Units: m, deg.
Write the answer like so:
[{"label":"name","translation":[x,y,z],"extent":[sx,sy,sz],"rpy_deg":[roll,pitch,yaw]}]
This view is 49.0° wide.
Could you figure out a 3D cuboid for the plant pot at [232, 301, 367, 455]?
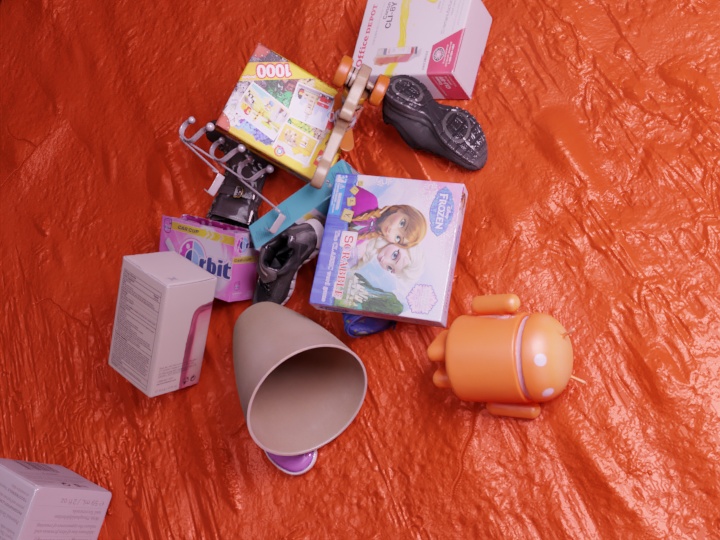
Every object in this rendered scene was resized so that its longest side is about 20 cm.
[{"label":"plant pot","translation":[-0.115,0.138,1.184],"extent":[0.188,0.187,0.200],"rpy_deg":[-51,39,6]}]

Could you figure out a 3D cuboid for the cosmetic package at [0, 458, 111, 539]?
[{"label":"cosmetic package","translation":[-0.564,0.446,1.346],"extent":[0.164,0.167,0.203],"rpy_deg":[12,80,34]}]

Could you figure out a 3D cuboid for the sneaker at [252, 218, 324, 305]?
[{"label":"sneaker","translation":[-0.136,-0.002,1.253],"extent":[0.067,0.090,0.201],"rpy_deg":[52,124,21]}]

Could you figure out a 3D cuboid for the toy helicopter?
[{"label":"toy helicopter","translation":[-0.032,-0.219,1.206],"extent":[0.078,0.132,0.203],"rpy_deg":[24,88,-8]}]

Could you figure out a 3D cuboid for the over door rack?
[{"label":"over door rack","translation":[-0.198,-0.161,1.257],"extent":[0.067,0.147,0.201],"rpy_deg":[-47,43,12]}]

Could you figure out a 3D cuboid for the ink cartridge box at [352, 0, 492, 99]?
[{"label":"ink cartridge box","translation":[0.093,-0.359,1.268],"extent":[0.198,0.083,0.147],"rpy_deg":[8,77,34]}]

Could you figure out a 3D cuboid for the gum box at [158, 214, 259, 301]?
[{"label":"gum box","translation":[-0.269,-0.026,1.368],"extent":[0.198,0.066,0.116],"rpy_deg":[14,102,35]}]

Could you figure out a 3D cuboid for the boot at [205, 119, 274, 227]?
[{"label":"boot","translation":[-0.236,-0.170,1.418],"extent":[0.198,0.069,0.176],"rpy_deg":[20,84,33]}]

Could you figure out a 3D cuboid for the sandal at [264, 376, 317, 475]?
[{"label":"sandal","translation":[-0.141,0.235,1.226],"extent":[0.083,0.050,0.203],"rpy_deg":[-48,55,9]}]

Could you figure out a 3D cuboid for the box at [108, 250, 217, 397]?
[{"label":"box","translation":[-0.332,0.085,1.319],"extent":[0.127,0.108,0.203],"rpy_deg":[27,113,33]}]

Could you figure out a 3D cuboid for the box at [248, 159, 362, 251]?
[{"label":"box","translation":[-0.079,-0.092,1.283],"extent":[0.199,0.082,0.050],"rpy_deg":[-34,58,18]}]

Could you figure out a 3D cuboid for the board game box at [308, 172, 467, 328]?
[{"label":"board game box","translation":[0.041,-0.033,1.129],"extent":[0.196,0.041,0.203],"rpy_deg":[6,77,18]}]

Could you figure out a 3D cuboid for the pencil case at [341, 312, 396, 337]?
[{"label":"pencil case","translation":[0.000,0.000,1.202],"extent":[0.087,0.077,0.203],"rpy_deg":[-42,51,48]}]

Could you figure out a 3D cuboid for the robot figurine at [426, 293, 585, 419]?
[{"label":"robot figurine","translation":[0.186,0.111,1.022],"extent":[0.197,0.116,0.146],"rpy_deg":[-4,71,31]}]

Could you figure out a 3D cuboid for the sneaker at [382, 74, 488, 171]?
[{"label":"sneaker","translation":[0.113,-0.215,1.216],"extent":[0.200,0.091,0.076],"rpy_deg":[43,61,16]}]

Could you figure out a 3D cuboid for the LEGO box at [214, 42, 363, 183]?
[{"label":"LEGO box","translation":[-0.118,-0.250,1.295],"extent":[0.151,0.198,0.077],"rpy_deg":[-62,13,-2]}]
